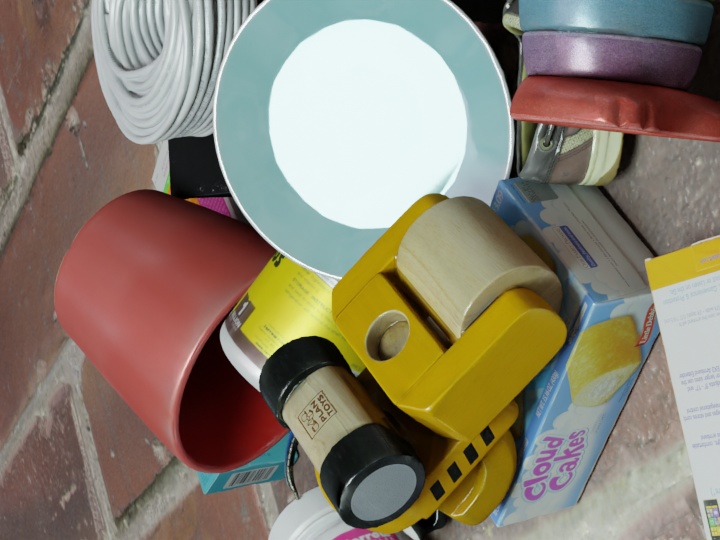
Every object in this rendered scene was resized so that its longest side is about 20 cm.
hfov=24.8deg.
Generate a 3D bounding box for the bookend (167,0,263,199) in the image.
[{"bbox_3d":[-0.075,-0.161,1.312,0.198,0.092,0.202,-2,91,58],"label":"bookend"}]

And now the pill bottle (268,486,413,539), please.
[{"bbox_3d":[0.012,0.259,1.236,0.200,0.113,0.114,50,139,45],"label":"pill bottle"}]

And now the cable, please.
[{"bbox_3d":[-0.149,-0.201,1.277,0.200,0.069,0.201,50,132,43],"label":"cable"}]

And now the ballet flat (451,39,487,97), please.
[{"bbox_3d":[0.042,-0.142,1.102,0.200,0.068,0.068,1,115,57],"label":"ballet flat"}]

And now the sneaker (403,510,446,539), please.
[{"bbox_3d":[0.053,0.115,1.182,0.080,0.073,0.201,44,140,27],"label":"sneaker"}]

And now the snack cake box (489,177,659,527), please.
[{"bbox_3d":[0.113,0.050,1.033,0.115,0.067,0.201,56,143,37],"label":"snack cake box"}]

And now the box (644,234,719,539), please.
[{"bbox_3d":[0.220,0.078,0.868,0.119,0.041,0.201,-22,80,62],"label":"box"}]

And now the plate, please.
[{"bbox_3d":[0.002,-0.091,1.034,0.199,0.026,0.202,5,107,16],"label":"plate"}]

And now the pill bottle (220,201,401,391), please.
[{"bbox_3d":[0.000,0.000,1.122,0.200,0.109,0.109,-52,42,9],"label":"pill bottle"}]

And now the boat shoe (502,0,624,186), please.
[{"bbox_3d":[0.117,-0.148,0.965,0.072,0.066,0.202,-154,59,-70],"label":"boat shoe"}]

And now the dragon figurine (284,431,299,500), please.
[{"bbox_3d":[-0.016,0.081,1.230,0.201,0.059,0.099,-57,5,2],"label":"dragon figurine"}]

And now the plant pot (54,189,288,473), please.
[{"bbox_3d":[-0.137,0.036,1.316,0.177,0.200,0.202,31,127,29],"label":"plant pot"}]

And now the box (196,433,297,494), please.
[{"bbox_3d":[-0.130,0.099,1.499,0.049,0.082,0.201,-56,49,51],"label":"box"}]

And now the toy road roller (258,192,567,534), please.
[{"bbox_3d":[0.049,0.069,0.993,0.200,0.146,0.123,-48,45,9],"label":"toy road roller"}]

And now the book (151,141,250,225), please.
[{"bbox_3d":[-0.127,-0.046,1.476,0.134,0.048,0.201,112,139,-55],"label":"book"}]

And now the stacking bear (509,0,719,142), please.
[{"bbox_3d":[0.144,-0.176,0.876,0.113,0.121,0.202,11,97,46],"label":"stacking bear"}]

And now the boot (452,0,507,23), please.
[{"bbox_3d":[0.052,-0.261,1.060,0.198,0.073,0.164,33,128,47],"label":"boot"}]
